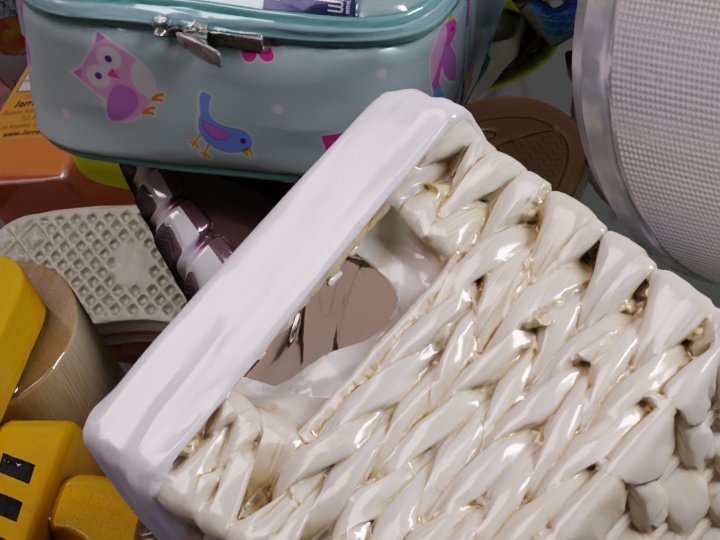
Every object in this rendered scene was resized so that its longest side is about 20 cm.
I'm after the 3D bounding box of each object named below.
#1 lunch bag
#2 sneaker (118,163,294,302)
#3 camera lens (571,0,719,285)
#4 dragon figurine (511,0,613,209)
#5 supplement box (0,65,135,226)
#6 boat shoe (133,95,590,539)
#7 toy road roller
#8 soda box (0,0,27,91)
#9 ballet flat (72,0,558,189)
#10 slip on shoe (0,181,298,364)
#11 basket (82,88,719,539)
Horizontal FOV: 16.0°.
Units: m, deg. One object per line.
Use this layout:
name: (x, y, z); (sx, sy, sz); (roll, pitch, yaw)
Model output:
lunch bag: (-0.030, -0.111, 0.894); (0.160, 0.077, 0.200); (9, 36, 11)
sneaker: (0.000, 0.000, 0.894); (0.116, 0.076, 0.200); (-30, 74, -4)
camera lens: (0.175, -0.059, 0.762); (0.200, 0.160, 0.160); (18, 65, 49)
dragon figurine: (0.112, -0.115, 0.958); (0.099, 0.059, 0.200); (-24, 38, 22)
supplement box: (-0.090, -0.097, 1.111); (0.069, 0.067, 0.200); (-3, 51, 39)
boat shoe: (0.007, 0.033, 0.815); (0.072, 0.065, 0.200); (29, 77, 30)
toy road roller: (-0.101, 0.098, 0.884); (0.146, 0.123, 0.200); (0, 52, 23)
soda box: (-0.108, -0.175, 1.210); (0.200, 0.064, 0.068); (-34, 37, 8)
ballet flat: (-0.011, -0.071, 0.978); (0.200, 0.067, 0.067); (-23, 47, -22)
slip on shoe: (-0.048, 0.008, 0.973); (0.200, 0.061, 0.074); (0, 73, 26)
basket: (0.038, 0.069, 0.708); (0.123, 0.200, 0.136); (35, 77, 32)
